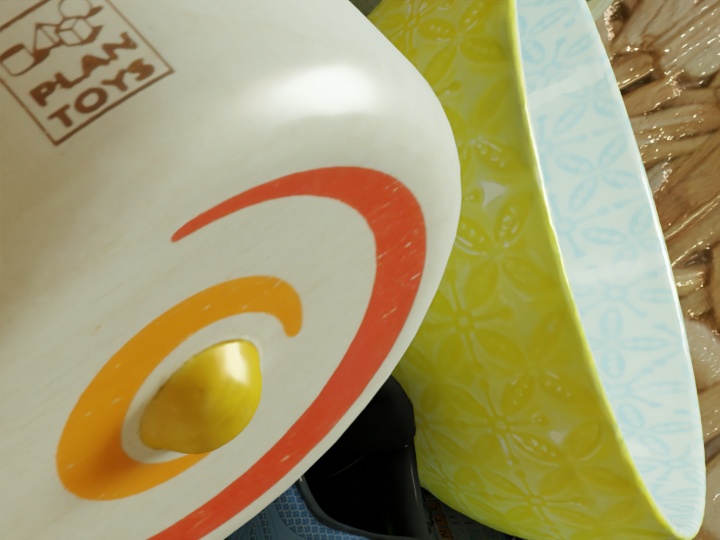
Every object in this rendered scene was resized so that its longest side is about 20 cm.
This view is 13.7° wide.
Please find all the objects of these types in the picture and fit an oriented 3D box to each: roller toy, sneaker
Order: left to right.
[{"bbox_3d":[-0.075,-0.008,0.737,0.140,0.183,0.200,46,22,27],"label":"roller toy"},{"bbox_3d":[-0.025,0.050,0.868,0.078,0.089,0.200,14,26,-43],"label":"sneaker"}]

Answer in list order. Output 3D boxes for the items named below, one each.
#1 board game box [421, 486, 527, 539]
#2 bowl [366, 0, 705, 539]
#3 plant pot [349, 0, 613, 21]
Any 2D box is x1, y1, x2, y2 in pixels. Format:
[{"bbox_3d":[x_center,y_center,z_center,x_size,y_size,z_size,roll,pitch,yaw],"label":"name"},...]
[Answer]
[{"bbox_3d":[-0.004,0.096,0.944,0.200,0.199,0.041,-105,-155,-57],"label":"board game box"},{"bbox_3d":[0.029,0.000,0.934,0.200,0.107,0.200,-16,90,-76],"label":"bowl"},{"bbox_3d":[0.011,-0.170,1.125,0.200,0.187,0.187,42,1,21],"label":"plant pot"}]
